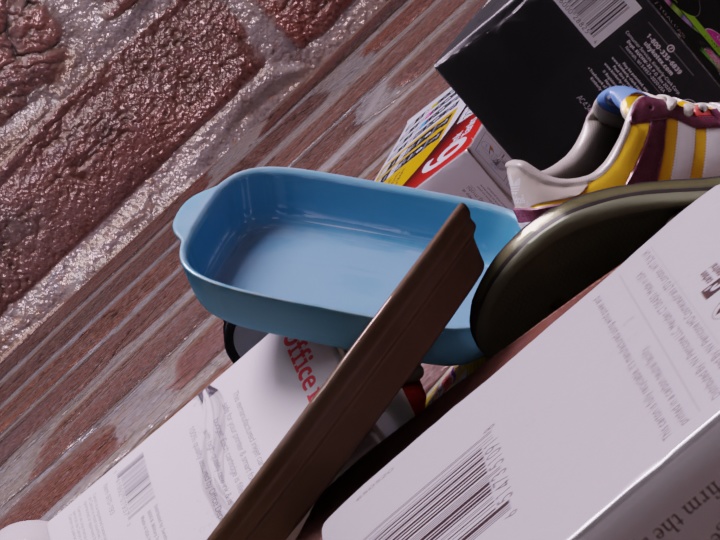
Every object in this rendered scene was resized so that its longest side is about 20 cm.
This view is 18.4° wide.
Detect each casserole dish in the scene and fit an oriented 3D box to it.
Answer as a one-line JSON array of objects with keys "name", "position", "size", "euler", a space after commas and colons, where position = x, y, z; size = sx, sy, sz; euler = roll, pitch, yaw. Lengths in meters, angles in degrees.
[{"name": "casserole dish", "position": [0.000, 0.000, 1.154], "size": [0.121, 0.199, 0.039], "euler": [-63, -21, -52]}]

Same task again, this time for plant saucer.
[{"name": "plant saucer", "position": [-0.005, 0.057, 0.996], "size": [0.200, 0.029, 0.200], "euler": [-54, -1, -1]}]

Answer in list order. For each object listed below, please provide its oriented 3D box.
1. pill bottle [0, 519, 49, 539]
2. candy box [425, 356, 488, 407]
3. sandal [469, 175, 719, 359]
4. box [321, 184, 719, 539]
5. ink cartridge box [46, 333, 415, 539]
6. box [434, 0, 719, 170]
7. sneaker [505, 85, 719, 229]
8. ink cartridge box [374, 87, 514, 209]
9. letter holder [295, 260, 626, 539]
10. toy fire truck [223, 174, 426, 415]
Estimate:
[{"name": "pill bottle", "position": [-0.223, 0.242, 1.355], "size": [0.114, 0.114, 0.200], "euler": [-38, 13, 26]}, {"name": "candy box", "position": [0.071, 0.054, 1.135], "size": [0.102, 0.026, 0.200], "euler": [-51, 3, 10]}, {"name": "sandal", "position": [0.143, 0.001, 0.968], "size": [0.200, 0.080, 0.057], "euler": [-15, 50, 9]}, {"name": "box", "position": [0.100, 0.098, 0.713], "size": [0.200, 0.131, 0.199], "euler": [-41, 11, 7]}, {"name": "ink cartridge box", "position": [-0.057, 0.132, 1.160], "size": [0.200, 0.083, 0.145], "euler": [-40, 33, 9]}, {"name": "box", "position": [0.152, -0.127, 1.301], "size": [0.124, 0.149, 0.200], "euler": [-38, 6, 23]}, {"name": "sneaker", "position": [0.167, -0.064, 1.116], "size": [0.200, 0.090, 0.075], "euler": [-32, 11, -20]}, {"name": "ink cartridge box", "position": [0.063, -0.055, 1.548], "size": [0.175, 0.084, 0.200], "euler": [-37, 13, 32]}, {"name": "letter holder", "position": [0.084, 0.077, 0.937], "size": [0.200, 0.101, 0.142], "euler": [-38, 10, 23]}, {"name": "toy fire truck", "position": [0.019, 0.031, 1.293], "size": [0.199, 0.177, 0.129], "euler": [-2, 10, -3]}]
